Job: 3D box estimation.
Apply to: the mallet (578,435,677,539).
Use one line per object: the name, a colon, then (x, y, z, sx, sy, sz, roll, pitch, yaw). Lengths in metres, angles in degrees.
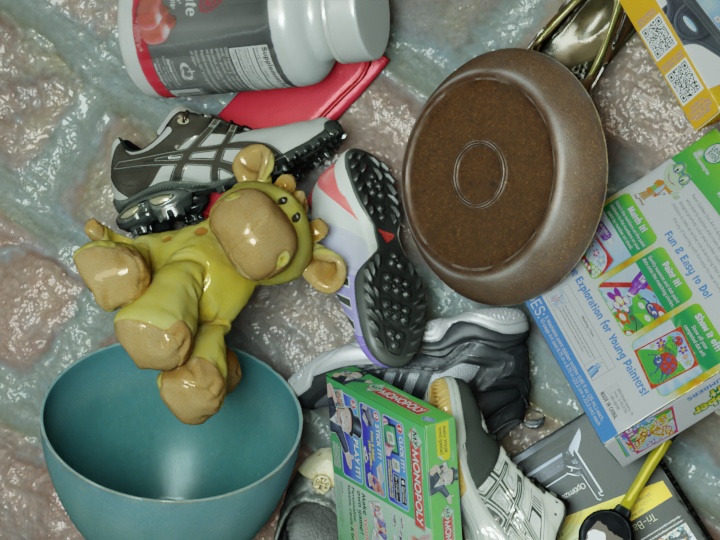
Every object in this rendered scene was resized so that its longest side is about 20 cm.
mallet: (0.222, 0.133, 1.433, 0.041, 0.066, 0.200, 31, 77, 11)

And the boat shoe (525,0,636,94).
boat shoe: (0.148, -0.151, 1.507, 0.072, 0.068, 0.200, 31, 93, 14)

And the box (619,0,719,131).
box: (0.257, -0.214, 1.468, 0.119, 0.041, 0.200, -22, 80, -32)

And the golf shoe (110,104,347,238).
golf shoe: (-0.113, -0.099, 1.541, 0.200, 0.078, 0.095, -20, 81, 9)

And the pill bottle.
pill bottle: (-0.083, -0.199, 1.531, 0.200, 0.111, 0.111, -3, 85, 21)

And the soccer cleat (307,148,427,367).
soccer cleat: (0.000, 0.000, 1.502, 0.073, 0.068, 0.200, -39, 47, 35)

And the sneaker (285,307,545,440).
sneaker: (0.045, 0.104, 1.504, 0.200, 0.075, 0.114, -16, 79, 9)

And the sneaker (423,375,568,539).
sneaker: (0.107, 0.169, 1.437, 0.088, 0.076, 0.200, -17, 91, -10)

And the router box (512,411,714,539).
router box: (0.157, 0.212, 1.481, 0.200, 0.052, 0.157, -33, 79, 8)

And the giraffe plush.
giraffe plush: (-0.103, -0.002, 1.448, 0.162, 0.200, 0.173, -32, 111, 4)

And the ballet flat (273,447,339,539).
ballet flat: (-0.047, 0.238, 1.525, 0.066, 0.057, 0.200, 16, 89, 13)

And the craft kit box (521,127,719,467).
craft kit box: (0.232, 0.017, 1.437, 0.197, 0.049, 0.200, -34, 46, 11)

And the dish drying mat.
dish drying mat: (-0.070, -0.125, 1.581, 0.200, 0.018, 0.077, -46, 76, 6)

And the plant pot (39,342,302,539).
plant pot: (-0.150, 0.164, 1.504, 0.200, 0.200, 0.135, 16, 125, 14)

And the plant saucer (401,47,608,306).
plant saucer: (0.100, -0.073, 1.481, 0.200, 0.034, 0.200, -4, 84, 42)

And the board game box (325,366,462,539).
board game box: (0.027, 0.185, 1.449, 0.135, 0.029, 0.200, 23, 122, 52)
